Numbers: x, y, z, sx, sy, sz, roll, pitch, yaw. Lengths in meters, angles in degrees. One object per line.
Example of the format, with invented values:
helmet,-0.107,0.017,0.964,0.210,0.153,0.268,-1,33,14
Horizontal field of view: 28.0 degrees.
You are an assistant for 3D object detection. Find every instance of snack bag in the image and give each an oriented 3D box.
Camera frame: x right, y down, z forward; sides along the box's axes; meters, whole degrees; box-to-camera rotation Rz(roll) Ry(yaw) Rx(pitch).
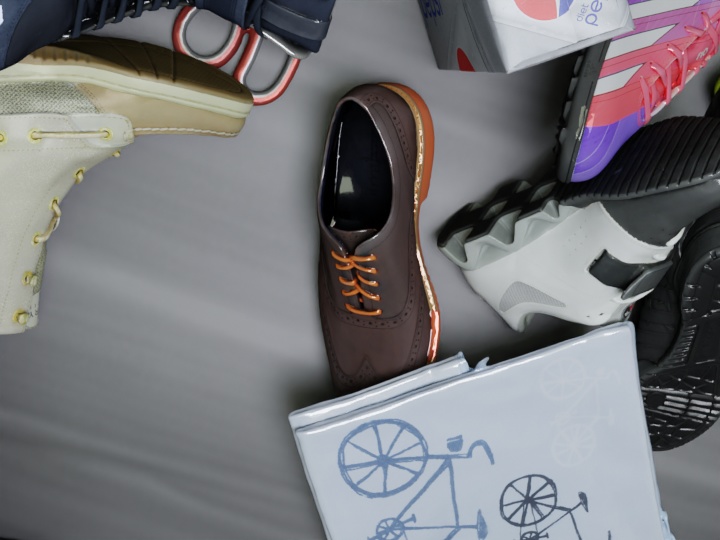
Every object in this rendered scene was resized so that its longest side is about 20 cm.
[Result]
snack bag,0.075,0.123,0.809,0.198,0.021,0.190,-19,122,-2

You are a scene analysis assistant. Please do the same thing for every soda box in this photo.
soda box,0.073,-0.139,0.716,0.063,0.200,0.069,-18,100,-3

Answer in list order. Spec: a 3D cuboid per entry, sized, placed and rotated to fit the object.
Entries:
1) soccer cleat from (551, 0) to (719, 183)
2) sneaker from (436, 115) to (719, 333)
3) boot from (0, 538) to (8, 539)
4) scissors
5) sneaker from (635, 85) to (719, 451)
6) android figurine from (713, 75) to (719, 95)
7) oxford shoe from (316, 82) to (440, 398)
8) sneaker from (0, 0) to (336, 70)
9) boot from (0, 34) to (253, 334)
soccer cleat,0.158,-0.124,0.757,0.073,0.068,0.201,23,64,7
sneaker,0.138,-0.017,0.765,0.089,0.199,0.074,54,49,-14
boot,-0.247,0.186,0.747,0.196,0.162,0.074,4,97,-6
scissors,-0.044,-0.193,0.794,0.072,0.014,0.202,20,94,-5
sneaker,0.187,0.003,0.810,0.059,0.105,0.201,9,134,-4
android figurine,0.289,-0.113,0.822,0.180,0.041,0.202,-18,100,-3
oxford shoe,0.000,0.000,0.782,0.070,0.072,0.203,0,96,22
sneaker,-0.092,-0.140,0.714,0.146,0.077,0.203,35,59,2
boot,-0.162,-0.044,0.767,0.198,0.072,0.156,3,109,-18
